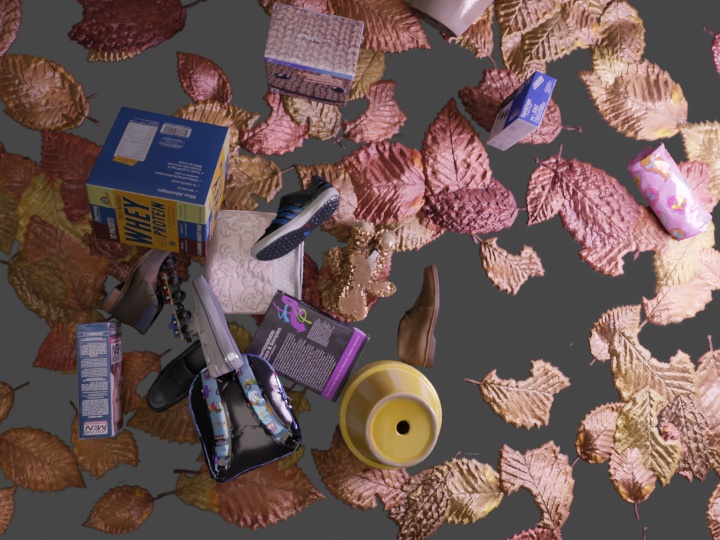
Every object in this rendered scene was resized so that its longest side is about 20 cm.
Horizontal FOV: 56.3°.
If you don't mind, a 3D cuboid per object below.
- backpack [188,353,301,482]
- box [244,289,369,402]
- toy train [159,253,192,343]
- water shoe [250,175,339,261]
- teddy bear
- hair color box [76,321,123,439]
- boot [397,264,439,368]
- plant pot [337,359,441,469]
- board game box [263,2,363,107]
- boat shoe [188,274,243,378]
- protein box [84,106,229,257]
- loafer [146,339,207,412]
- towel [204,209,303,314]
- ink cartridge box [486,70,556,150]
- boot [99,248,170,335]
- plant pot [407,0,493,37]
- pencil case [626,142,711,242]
[{"bbox_3d":[-0.215,0.260,1.231,0.181,0.135,0.201,-22,83,-7],"label":"backpack"},{"bbox_3d":[-0.102,0.143,1.280,0.199,0.036,0.144,28,96,-10],"label":"box"},{"bbox_3d":[-0.358,0.042,1.273,0.045,0.034,0.202,-17,88,9],"label":"toy train"},{"bbox_3d":[-0.131,-0.097,1.268,0.199,0.072,0.079,-37,64,-6],"label":"water shoe"},{"bbox_3d":[0.000,0.000,1.304,0.144,0.067,0.202,8,81,-15],"label":"teddy bear"},{"bbox_3d":[-0.472,0.195,1.225,0.060,0.100,0.202,-1,89,-7],"label":"hair color box"},{"bbox_3d":[0.114,0.085,1.306,0.075,0.074,0.202,7,90,4],"label":"boot"},{"bbox_3d":[0.062,0.274,1.233,0.199,0.189,0.203,0,88,-7],"label":"plant pot"},{"bbox_3d":[-0.088,-0.387,1.232,0.158,0.200,0.098,11,87,-5],"label":"board game box"},{"bbox_3d":[-0.277,0.098,1.203,0.066,0.074,0.201,-28,58,-3],"label":"boat shoe"},{"bbox_3d":[-0.347,-0.157,1.186,0.197,0.135,0.201,10,51,-5],"label":"protein box"},{"bbox_3d":[-0.324,0.184,1.255,0.068,0.070,0.201,45,85,-2],"label":"loafer"},{"bbox_3d":[-0.204,-0.014,1.293,0.189,0.032,0.202,1,87,-6],"label":"towel"},{"bbox_3d":[0.298,-0.296,1.267,0.044,0.200,0.095,22,86,-4],"label":"ink cartridge box"},{"bbox_3d":[-0.384,0.027,1.244,0.097,0.075,0.200,42,107,-8],"label":"boot"},{"bbox_3d":[0.182,-0.553,1.285,0.199,0.200,0.174,30,103,-4],"label":"plant pot"},{"bbox_3d":[0.624,-0.156,1.358,0.087,0.087,0.201,-37,93,-6],"label":"pencil case"}]
